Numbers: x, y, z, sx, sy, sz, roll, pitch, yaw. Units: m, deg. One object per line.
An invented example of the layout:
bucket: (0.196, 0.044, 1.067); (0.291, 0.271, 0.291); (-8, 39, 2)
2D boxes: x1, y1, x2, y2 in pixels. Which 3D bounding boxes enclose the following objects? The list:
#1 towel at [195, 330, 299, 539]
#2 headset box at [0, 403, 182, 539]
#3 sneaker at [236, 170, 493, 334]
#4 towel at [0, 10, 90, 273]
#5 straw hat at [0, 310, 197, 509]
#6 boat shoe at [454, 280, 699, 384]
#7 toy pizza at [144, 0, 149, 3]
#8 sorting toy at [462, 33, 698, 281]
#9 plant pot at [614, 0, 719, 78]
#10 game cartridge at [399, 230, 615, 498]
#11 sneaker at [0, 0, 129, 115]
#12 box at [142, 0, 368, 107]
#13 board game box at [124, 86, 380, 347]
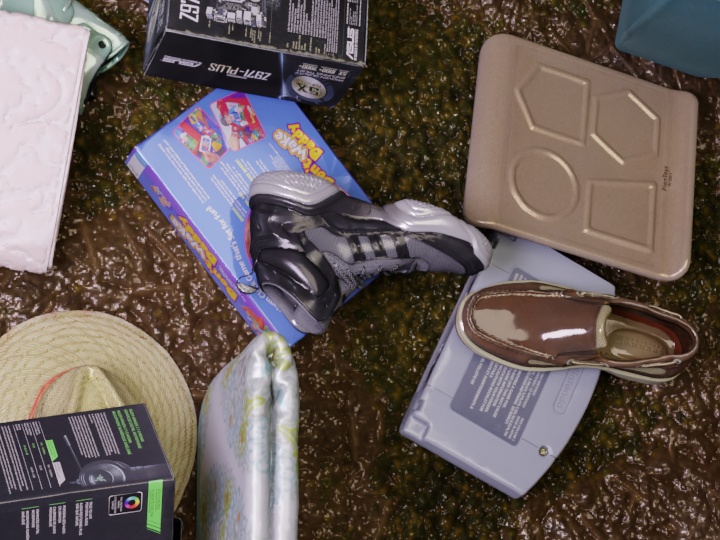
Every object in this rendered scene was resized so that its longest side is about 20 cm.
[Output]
towel: (-0.082, 0.160, 1.491); (0.048, 0.171, 0.202); (4, 75, -18)
headset box: (-0.226, 0.200, 1.431); (0.198, 0.176, 0.093); (-6, 34, -19)
sneaker: (0.000, 0.000, 1.561); (0.198, 0.076, 0.115); (15, 74, -8)
towel: (-0.316, -0.109, 1.523); (0.198, 0.032, 0.193); (11, 92, -7)
straw hat: (-0.204, 0.121, 1.508); (0.199, 0.085, 0.203); (4, 76, -16)
boat shoe: (0.179, 0.043, 1.615); (0.200, 0.075, 0.076); (7, 75, -16)
toy pizza: (-0.129, -0.298, 1.659); (0.198, 0.032, 0.202); (4, 77, -18)
sorting toy: (0.186, -0.093, 1.696); (0.198, 0.037, 0.187); (14, 63, -13)
plant pot: (0.298, -0.245, 1.690); (0.140, 0.200, 0.143); (17, 73, -14)
game cartridge: (0.128, 0.077, 1.650); (0.132, 0.041, 0.201); (31, 70, -13)
sneaker: (-0.231, -0.220, 1.585); (0.117, 0.074, 0.202); (16, 83, -6)
box: (-0.079, -0.247, 1.592); (0.162, 0.086, 0.202); (8, 70, -17)
board game box: (-0.075, -0.051, 1.611); (0.134, 0.045, 0.201); (-37, 90, -22)
